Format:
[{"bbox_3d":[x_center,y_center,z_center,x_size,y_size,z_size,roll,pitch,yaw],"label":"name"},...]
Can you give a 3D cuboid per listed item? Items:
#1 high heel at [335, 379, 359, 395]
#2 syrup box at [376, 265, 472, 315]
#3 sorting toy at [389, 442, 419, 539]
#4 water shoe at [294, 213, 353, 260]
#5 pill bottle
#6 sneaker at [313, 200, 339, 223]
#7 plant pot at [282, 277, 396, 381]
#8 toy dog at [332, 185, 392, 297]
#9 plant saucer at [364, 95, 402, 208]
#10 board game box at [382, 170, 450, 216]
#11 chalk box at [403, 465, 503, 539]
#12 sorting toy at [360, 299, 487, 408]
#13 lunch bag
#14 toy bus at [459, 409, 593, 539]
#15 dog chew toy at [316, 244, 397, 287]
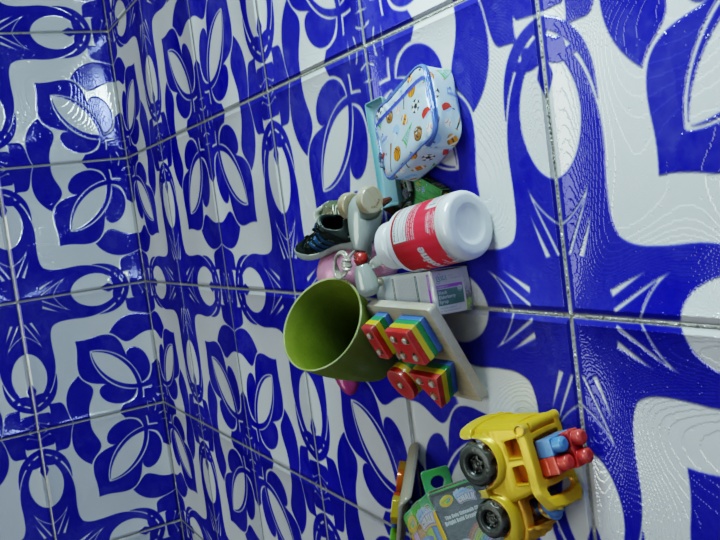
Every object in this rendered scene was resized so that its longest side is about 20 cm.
[{"bbox_3d":[-0.029,0.166,1.822,0.096,0.067,0.202,126,142,-66],"label":"high heel"},{"bbox_3d":[0.110,0.041,1.509,0.200,0.078,0.082,-7,93,62],"label":"syrup box"},{"bbox_3d":[0.079,0.467,1.644,0.185,0.036,0.202,-68,-14,-65],"label":"sorting toy"},{"bbox_3d":[-0.064,-0.078,1.656,0.199,0.072,0.079,-13,123,39],"label":"water shoe"},{"bbox_3d":[0.115,-0.059,1.403,0.199,0.112,0.113,-14,86,52],"label":"pill bottle"},{"bbox_3d":[-0.032,-0.109,1.697,0.200,0.089,0.068,-168,71,-67],"label":"sneaker"},{"bbox_3d":[-0.019,0.140,1.642,0.186,0.200,0.189,-19,55,29],"label":"plant pot"},{"bbox_3d":[0.023,-0.063,1.535,0.132,0.096,0.202,34,125,51],"label":"toy dog"},{"bbox_3d":[0.045,-0.220,1.569,0.070,0.019,0.202,-7,93,62],"label":"plant saucer"},{"bbox_3d":[0.097,-0.131,1.539,0.200,0.023,0.106,40,130,52],"label":"board game box"},{"bbox_3d":[0.166,0.451,1.493,0.201,0.123,0.124,66,148,27],"label":"chalk box"},{"bbox_3d":[0.098,0.155,1.484,0.199,0.070,0.200,0,126,59],"label":"sorting toy"},{"bbox_3d":[0.092,-0.253,1.445,0.200,0.075,0.162,-35,60,56],"label":"lunch bag"},{"bbox_3d":[0.270,0.311,1.272,0.191,0.135,0.202,-21,82,45],"label":"toy bus"},{"bbox_3d":[0.000,0.000,1.668,0.199,0.124,0.126,-12,89,53],"label":"dog chew toy"}]
